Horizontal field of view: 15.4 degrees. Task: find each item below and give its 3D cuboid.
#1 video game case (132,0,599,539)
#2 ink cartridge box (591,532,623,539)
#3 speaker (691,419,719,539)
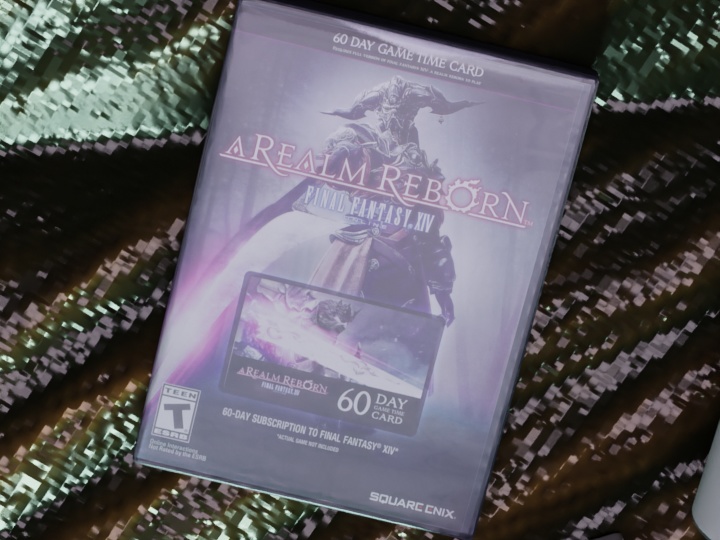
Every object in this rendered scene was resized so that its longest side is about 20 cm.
[{"bbox_3d":[0.000,0.000,1.055,0.143,0.019,0.200,13,110,-3],"label":"video game case"},{"bbox_3d":[0.093,0.213,1.116,0.095,0.037,0.200,-17,109,8],"label":"ink cartridge box"},{"bbox_3d":[0.192,0.016,1.020,0.081,0.081,0.200,13,108,-3],"label":"speaker"}]
